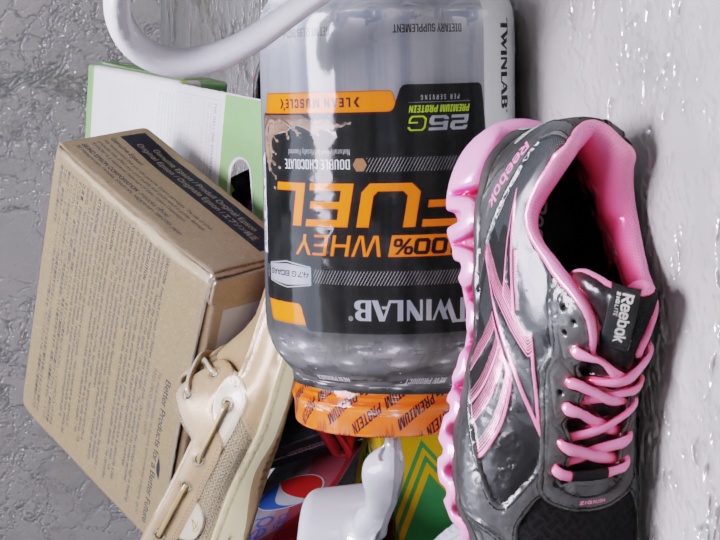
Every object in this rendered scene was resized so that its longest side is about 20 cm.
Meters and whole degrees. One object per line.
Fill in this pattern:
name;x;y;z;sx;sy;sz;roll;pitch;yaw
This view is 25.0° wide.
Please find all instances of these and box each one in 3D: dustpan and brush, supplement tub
dustpan and brush;-0.004;0.146;0.833;0.201;0.057;0.140;87;-174;-47
supplement tub;0.014;-0.030;0.767;0.122;0.121;0.202;-150;58;-77

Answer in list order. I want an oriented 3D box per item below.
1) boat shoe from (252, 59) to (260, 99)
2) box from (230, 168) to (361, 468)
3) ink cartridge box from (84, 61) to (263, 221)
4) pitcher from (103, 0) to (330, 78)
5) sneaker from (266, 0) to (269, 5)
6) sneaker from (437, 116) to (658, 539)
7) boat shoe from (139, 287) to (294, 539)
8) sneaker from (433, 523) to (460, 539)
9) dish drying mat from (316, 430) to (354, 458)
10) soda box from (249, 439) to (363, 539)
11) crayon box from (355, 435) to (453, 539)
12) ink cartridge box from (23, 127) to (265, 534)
boat shoe;-0.026;-0.050;0.999;0.063;0.073;0.203;47;-150;-66
box;-0.037;0.019;1.052;0.142;0.036;0.202;-22;64;32
ink cartridge box;-0.110;-0.052;1.056;0.199;0.048;0.147;16;105;43
pitcher;-0.005;-0.156;0.638;0.122;0.198;0.173;-106;17;-51
sneaker;0.014;-0.082;0.862;0.083;0.080;0.202;-12;99;39
sneaker;0.078;0.035;0.607;0.095;0.078;0.202;160;107;-66
boat shoe;-0.072;0.075;0.883;0.071;0.064;0.202;-77;5;-81
sneaker;0.035;0.212;0.704;0.201;0.075;0.115;-63;20;7
dish drying mat;0.000;0.000;0.920;0.077;0.018;0.202;61;-145;-51
soda box;-0.041;0.180;0.987;0.200;0.063;0.071;-53;-53;-63
crayon box;0.032;0.160;0.900;0.201;0.050;0.128;-103;15;-44
ink cartridge box;-0.127;0.040;0.997;0.164;0.075;0.201;38;127;34
